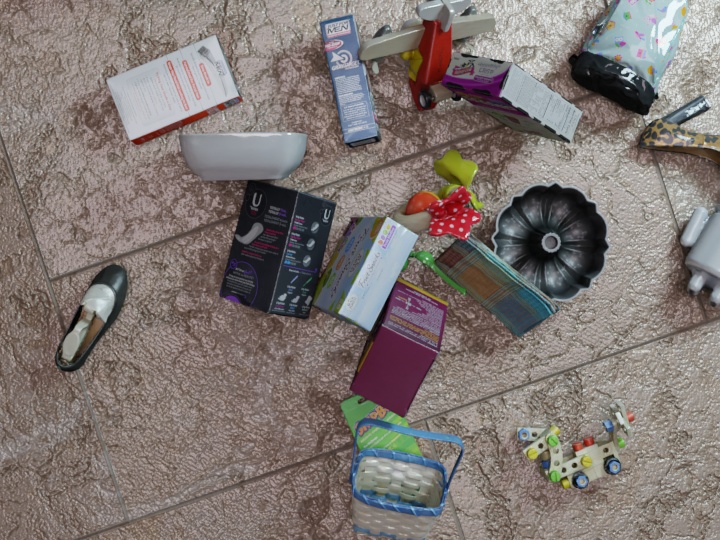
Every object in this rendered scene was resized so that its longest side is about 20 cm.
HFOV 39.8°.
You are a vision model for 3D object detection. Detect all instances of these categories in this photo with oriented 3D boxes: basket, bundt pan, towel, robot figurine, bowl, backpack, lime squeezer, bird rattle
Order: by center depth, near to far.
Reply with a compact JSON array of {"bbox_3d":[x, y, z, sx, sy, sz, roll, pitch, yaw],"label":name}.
[{"bbox_3d":[-0.185,-0.185,1.608,0.197,0.200,0.076,-2,97,2],"label":"bowl"},{"bbox_3d":[0.062,0.336,1.614,0.174,0.140,0.202,14,122,-1],"label":"basket"},{"bbox_3d":[0.128,-0.097,1.626,0.162,0.201,0.113,-19,117,27],"label":"bird rattle"},{"bbox_3d":[0.221,0.026,1.648,0.199,0.147,0.022,39,64,-1],"label":"towel"},{"bbox_3d":[0.460,-0.382,1.648,0.166,0.127,0.201,29,87,2],"label":"backpack"},{"bbox_3d":[0.622,-0.039,1.663,0.169,0.113,0.201,32,91,15],"label":"robot figurine"},{"bbox_3d":[0.314,-0.047,1.676,0.199,0.076,0.205,0,92,-1],"label":"bundt pan"},{"bbox_3d":[0.084,0.002,1.690,0.198,0.038,0.072,2,97,14],"label":"lime squeezer"}]

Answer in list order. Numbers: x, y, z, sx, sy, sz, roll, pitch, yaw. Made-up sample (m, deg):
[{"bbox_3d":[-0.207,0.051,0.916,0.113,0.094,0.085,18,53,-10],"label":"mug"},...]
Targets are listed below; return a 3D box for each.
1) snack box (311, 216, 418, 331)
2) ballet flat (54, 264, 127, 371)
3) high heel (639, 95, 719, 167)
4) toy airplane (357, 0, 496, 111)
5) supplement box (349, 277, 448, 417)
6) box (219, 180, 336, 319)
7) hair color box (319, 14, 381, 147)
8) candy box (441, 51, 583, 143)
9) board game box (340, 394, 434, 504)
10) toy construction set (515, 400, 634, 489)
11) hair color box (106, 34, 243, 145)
[{"bbox_3d":[0.000,0.000,1.601,0.067,0.200,0.170,29,84,-17],"label":"snack box"},{"bbox_3d":[-0.453,0.084,1.672,0.067,0.068,0.202,27,90,0],"label":"ballet flat"},{"bbox_3d":[0.570,-0.183,1.673,0.142,0.071,0.201,-30,74,-6],"label":"high heel"},{"bbox_3d":[0.108,-0.381,1.626,0.200,0.141,0.199,-50,135,11],"label":"toy airplane"},{"bbox_3d":[0.065,0.120,1.600,0.102,0.200,0.132,26,112,-1],"label":"supplement box"},{"bbox_3d":[-0.135,-0.034,1.633,0.121,0.106,0.202,16,92,37],"label":"box"},{"bbox_3d":[-0.015,-0.312,1.654,0.060,0.100,0.202,-12,91,5],"label":"hair color box"},{"bbox_3d":[0.245,-0.277,1.595,0.199,0.136,0.062,22,92,-43],"label":"candy box"},{"bbox_3d":[0.046,0.298,1.704,0.095,0.030,0.202,-24,94,-1],"label":"board game box"},{"bbox_3d":[0.373,0.296,1.683,0.198,0.092,0.132,-22,91,11],"label":"toy construction set"},{"bbox_3d":[-0.310,-0.302,1.670,0.198,0.064,0.112,-22,90,1],"label":"hair color box"}]
